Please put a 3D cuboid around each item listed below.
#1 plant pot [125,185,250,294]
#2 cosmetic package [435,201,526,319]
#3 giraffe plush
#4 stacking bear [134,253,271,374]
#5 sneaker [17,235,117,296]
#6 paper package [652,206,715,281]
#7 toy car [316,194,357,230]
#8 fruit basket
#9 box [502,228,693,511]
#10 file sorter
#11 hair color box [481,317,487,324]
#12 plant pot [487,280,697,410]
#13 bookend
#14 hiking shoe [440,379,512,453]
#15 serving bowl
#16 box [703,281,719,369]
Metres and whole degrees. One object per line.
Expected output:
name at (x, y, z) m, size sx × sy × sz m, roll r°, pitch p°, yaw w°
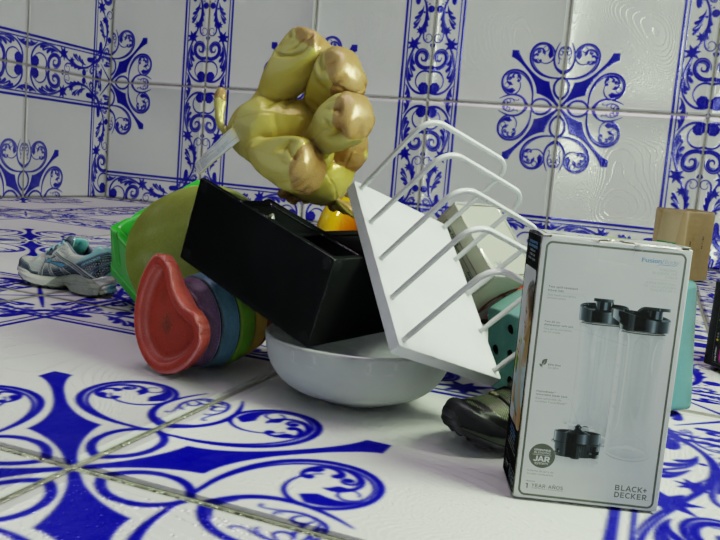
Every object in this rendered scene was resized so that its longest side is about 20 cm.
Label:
plant pot at (-0.195, -0.032, 1.029) m, size 0.184 × 0.191 × 0.199 m, roll 2°, pitch -9°, yaw -24°
cosmetic package at (0.097, 0.021, 0.950) m, size 0.086 × 0.105 × 0.200 m, roll -2°, pitch -32°, yaw -44°
giraffe plush at (-0.052, -0.129, 0.859) m, size 0.198 × 0.175 × 0.162 m, roll -25°, pitch -30°, yaw 21°
stacking bear at (-0.147, 0.050, 0.921) m, size 0.198 × 0.114 × 0.122 m, roll -6°, pitch 54°, yaw -48°
sneaker at (-0.474, -0.015, 1.304) m, size 0.196 × 0.088 × 0.077 m, roll 9°, pitch 7°, yaw 23°
paper package at (0.916, -0.076, 2.289) m, size 0.188 × 0.204 × 0.103 m, roll -1°, pitch 10°, yaw -42°
toy car at (0.000, 0.000, 1.093) m, size 0.148 × 0.202 × 0.176 m, roll 22°, pitch 48°, yaw 20°
fruit basket at (-0.280, -0.013, 1.251) m, size 0.213 × 0.219 × 0.155 m, roll -3°, pitch 32°, yaw -46°
box at (0.181, 0.074, 0.624) m, size 0.114 × 0.204 × 0.060 m, roll 4°, pitch 7°, yaw 3°
file sorter at (0.093, -0.022, 0.761) m, size 0.137 × 0.124 × 0.202 m, roll 21°, pitch 39°, yaw -37°
hair color box at (0.187, 0.034, 1.308) m, size 0.198 × 0.062 × 0.102 m, roll 11°, pitch -32°, yaw 38°
plant pot at (0.246, 0.083, 0.894) m, size 0.196 × 0.144 × 0.141 m, roll -6°, pitch 11°, yaw -24°
bookend at (-0.050, -0.016, 0.864) m, size 0.197 × 0.094 × 0.198 m, roll 31°, pitch 20°, yaw 32°
hiking shoe at (0.164, 0.109, 0.738) m, size 0.196 × 0.103 × 0.076 m, roll 2°, pitch 7°, yaw -23°
serving bowl at (-0.004, 0.099, 0.836) m, size 0.196 × 0.067 × 0.200 m, roll 6°, pitch 7°, yaw -1°
box at (0.585, 0.092, 1.066) m, size 0.146 × 0.127 × 0.200 m, roll 5°, pitch 6°, yaw -13°
